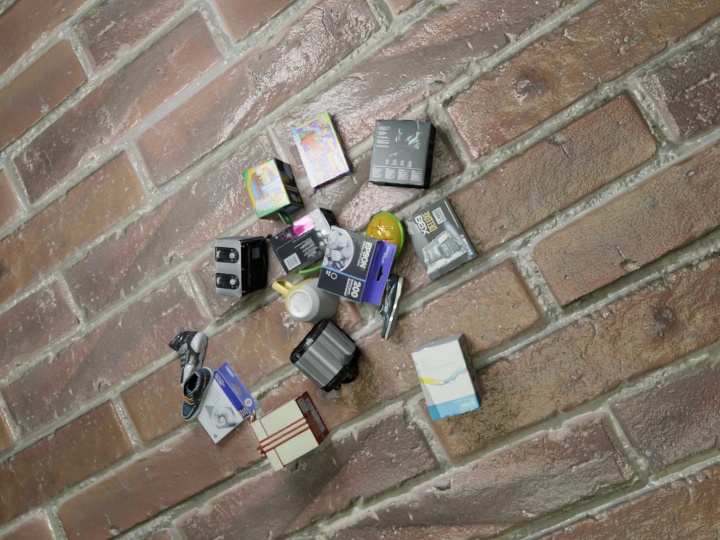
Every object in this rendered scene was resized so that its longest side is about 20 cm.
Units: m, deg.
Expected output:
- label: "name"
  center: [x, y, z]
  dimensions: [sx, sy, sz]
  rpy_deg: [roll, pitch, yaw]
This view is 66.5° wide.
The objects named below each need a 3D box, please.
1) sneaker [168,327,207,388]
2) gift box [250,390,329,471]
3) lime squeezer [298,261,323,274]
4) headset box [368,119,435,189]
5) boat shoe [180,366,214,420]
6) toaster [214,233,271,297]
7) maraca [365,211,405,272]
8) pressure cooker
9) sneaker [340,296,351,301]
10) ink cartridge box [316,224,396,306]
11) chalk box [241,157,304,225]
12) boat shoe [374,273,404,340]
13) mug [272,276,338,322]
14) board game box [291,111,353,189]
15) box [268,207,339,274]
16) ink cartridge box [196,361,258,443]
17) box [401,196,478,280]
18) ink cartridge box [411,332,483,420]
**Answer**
- label: "sneaker"
  center: [-0.604, 0.297, 1.889]
  dimensions: [0.113, 0.075, 0.202]
  rpy_deg: [16, 90, 16]
- label: "gift box"
  center: [-0.233, 0.492, 1.734]
  dimensions: [0.186, 0.185, 0.201]
  rpy_deg: [-32, 79, 6]
- label: "lime squeezer"
  center: [-0.091, 0.010, 1.732]
  dimensions: [0.198, 0.071, 0.038]
  rpy_deg: [21, 137, -12]
- label: "headset box"
  center: [0.127, -0.354, 1.646]
  dimensions: [0.173, 0.093, 0.202]
  rpy_deg: [6, 93, 16]
- label: "boat shoe"
  center: [-0.565, 0.415, 1.828]
  dimensions: [0.070, 0.091, 0.202]
  rpy_deg: [27, 97, 17]
- label: "toaster"
  center: [-0.379, -0.022, 1.763]
  dimensions: [0.118, 0.200, 0.183]
  rpy_deg: [5, 101, 18]
- label: "maraca"
  center: [0.067, -0.083, 1.668]
  dimensions: [0.137, 0.107, 0.201]
  rpy_deg: [43, 127, 29]
- label: "pressure cooker"
  center: [-0.095, 0.271, 1.680]
  dimensions: [0.200, 0.176, 0.179]
  rpy_deg: [42, 103, -4]
- label: "sneaker"
  center: [0.000, 0.000, 1.702]
  dimensions: [0.104, 0.075, 0.202]
  rpy_deg: [6, 89, -4]
- label: "ink cartridge box"
  center: [-0.014, -0.011, 1.621]
  dimensions: [0.198, 0.043, 0.200]
  rpy_deg: [18, 106, 10]
- label: "chalk box"
  center: [-0.269, -0.234, 1.749]
  dimensions: [0.123, 0.125, 0.202]
  rpy_deg: [-21, 84, 15]
- label: "boat shoe"
  center: [0.085, 0.111, 1.680]
  dimensions: [0.061, 0.075, 0.202]
  rpy_deg: [12, 93, 14]
- label: "mug"
  center: [-0.178, 0.099, 1.716]
  dimensions: [0.185, 0.153, 0.151]
  rpy_deg: [-5, 91, 17]
- label: "board game box"
  center: [-0.122, -0.379, 1.743]
  dimensions: [0.134, 0.045, 0.202]
  rpy_deg: [-22, 85, 16]
- label: "box"
  center: [-0.161, -0.090, 1.727]
  dimensions: [0.199, 0.115, 0.133]
  rpy_deg: [-31, 85, 15]
- label: "ink cartridge box"
  center: [-0.476, 0.450, 1.870]
  dimensions: [0.200, 0.041, 0.200]
  rpy_deg: [-42, 80, 13]
- label: "box"
  center: [0.236, -0.094, 1.643]
  dimensions: [0.157, 0.050, 0.201]
  rpy_deg: [-28, 84, 15]
- label: "ink cartridge box"
  center: [0.254, 0.305, 1.598]
  dimensions: [0.145, 0.147, 0.202]
  rpy_deg: [-19, 87, 16]
